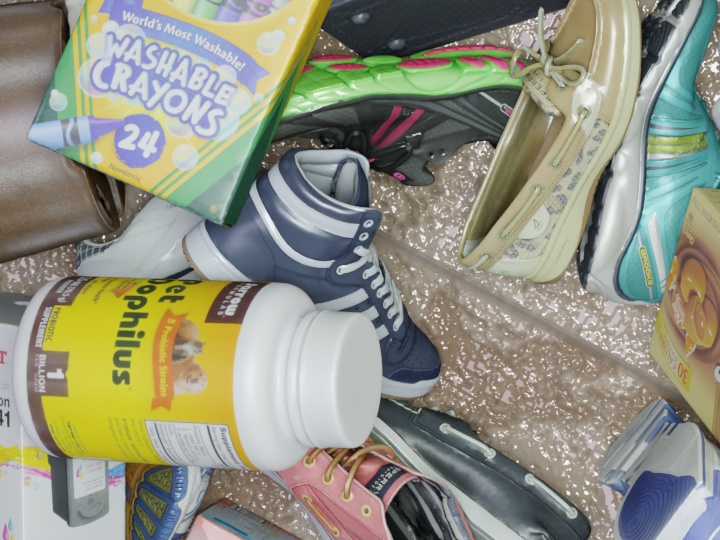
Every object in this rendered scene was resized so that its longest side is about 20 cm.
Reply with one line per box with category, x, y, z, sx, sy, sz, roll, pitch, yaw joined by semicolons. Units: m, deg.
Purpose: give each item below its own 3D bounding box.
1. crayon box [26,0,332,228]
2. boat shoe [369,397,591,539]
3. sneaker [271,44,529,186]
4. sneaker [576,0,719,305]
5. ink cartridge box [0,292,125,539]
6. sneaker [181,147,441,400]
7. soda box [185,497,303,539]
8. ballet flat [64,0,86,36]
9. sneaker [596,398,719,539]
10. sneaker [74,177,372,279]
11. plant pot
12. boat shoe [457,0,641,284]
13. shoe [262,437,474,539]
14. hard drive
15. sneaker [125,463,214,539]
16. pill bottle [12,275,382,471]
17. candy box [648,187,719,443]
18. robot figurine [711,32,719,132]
crayon box;-0.094;-0.141;1.453;0.126;0.052;0.200;23;90;6
boat shoe;0.055;0.124;1.580;0.200;0.076;0.060;40;64;14
sneaker;0.013;-0.089;1.534;0.200;0.077;0.084;-4;108;-11
sneaker;0.187;-0.076;1.534;0.080;0.078;0.200;10;104;-8
ink cartridge box;-0.222;0.122;1.596;0.148;0.086;0.200;7;100;48
sneaker;0.000;0.000;1.526;0.200;0.070;0.108;32;115;-32
soda box;-0.025;0.224;1.606;0.200;0.064;0.068;27;101;9
ballet flat;-0.137;-0.126;1.520;0.072;0.072;0.200;-19;115;14
sneaker;0.212;0.146;1.488;0.115;0.199;0.081;37;99;-6
sneaker;-0.089;-0.027;1.592;0.200;0.076;0.081;-25;67;7
plant pot;-0.260;-0.080;1.567;0.198;0.200;0.200;-11;93;6
boat shoe;0.115;-0.084;1.507;0.063;0.073;0.200;7;111;-22
shoe;-0.007;0.118;1.529;0.091;0.071;0.200;-9;121;55
hard drive;0.075;-0.181;1.508;0.200;0.135;0.042;-16;76;18
sneaker;-0.098;0.099;1.603;0.075;0.088;0.200;45;130;34
pill bottle;-0.093;0.060;1.457;0.200;0.109;0.109;2;96;21
candy box;0.238;0.045;1.448;0.055;0.200;0.116;2;116;-20
robot figurine;0.285;-0.103;1.477;0.170;0.113;0.200;-28;89;-26
